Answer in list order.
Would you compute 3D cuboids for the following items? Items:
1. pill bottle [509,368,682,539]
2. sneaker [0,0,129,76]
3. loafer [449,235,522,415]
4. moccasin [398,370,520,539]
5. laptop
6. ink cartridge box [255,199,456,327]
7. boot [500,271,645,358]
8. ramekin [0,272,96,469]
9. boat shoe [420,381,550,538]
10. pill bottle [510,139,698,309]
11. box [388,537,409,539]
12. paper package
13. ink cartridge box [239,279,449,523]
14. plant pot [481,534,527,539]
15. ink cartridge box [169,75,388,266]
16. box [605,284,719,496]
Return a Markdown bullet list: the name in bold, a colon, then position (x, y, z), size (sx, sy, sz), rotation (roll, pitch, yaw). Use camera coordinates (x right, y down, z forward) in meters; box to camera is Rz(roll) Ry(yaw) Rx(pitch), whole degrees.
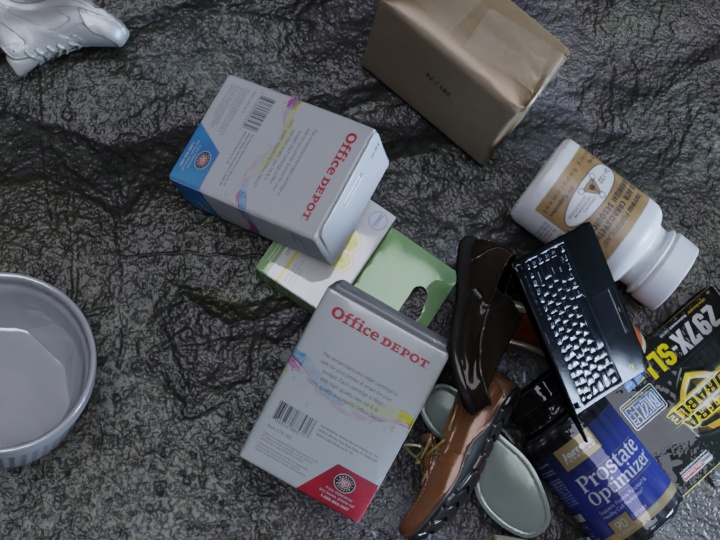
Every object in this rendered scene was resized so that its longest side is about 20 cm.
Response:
- **pill bottle**: position (0.251, 0.205, 1.304), size (0.112, 0.112, 0.200), rotation (-38, 85, -12)
- **sneaker**: position (-0.368, -0.270, 1.376), size (0.198, 0.078, 0.100), rotation (9, 83, 6)
- **loafer**: position (0.133, 0.052, 1.234), size (0.071, 0.073, 0.202), rotation (-1, 64, 12)
- **moccasin**: position (0.093, 0.193, 1.261), size (0.077, 0.074, 0.203), rotation (28, 94, 24)
- **laptop**: position (0.233, 0.056, 1.218), size (0.199, 0.103, 0.178), rotation (-25, 94, -32)
- **ink cartridge box**: position (0.000, 0.000, 1.360), size (0.199, 0.048, 0.146), rotation (34, 76, 5)
- **boot**: position (0.227, 0.056, 1.321), size (0.198, 0.107, 0.076), rotation (14, 62, 6)
- **ramekin**: position (-0.380, 0.113, 1.247), size (0.198, 0.105, 0.202), rotation (6, 62, -11)
- **boat shoe**: position (0.143, 0.206, 1.320), size (0.075, 0.060, 0.201), rotation (-34, 85, 8)
- **pill bottle**: position (0.283, -0.050, 1.363), size (0.199, 0.114, 0.115), rotation (37, 77, 3)
- **box**: position (0.050, 0.394, 1.265), size (0.081, 0.068, 0.202), rotation (14, 76, -3)
- **paper package**: position (0.113, -0.242, 1.349), size (0.200, 0.191, 0.104), rotation (40, 74, 3)
- **ink cartridge box**: position (-0.012, 0.130, 1.252), size (0.145, 0.145, 0.201), rotation (29, 95, 2)
- **plant pot**: position (0.199, 0.361, 1.216), size (0.199, 0.187, 0.188), rotation (31, 76, -4)
- **ink cartridge box**: position (-0.088, -0.112, 1.323), size (0.199, 0.085, 0.145), rotation (23, 74, 23)
- **box**: position (0.382, 0.139, 1.366), size (0.200, 0.049, 0.160), rotation (-37, 82, -12)
